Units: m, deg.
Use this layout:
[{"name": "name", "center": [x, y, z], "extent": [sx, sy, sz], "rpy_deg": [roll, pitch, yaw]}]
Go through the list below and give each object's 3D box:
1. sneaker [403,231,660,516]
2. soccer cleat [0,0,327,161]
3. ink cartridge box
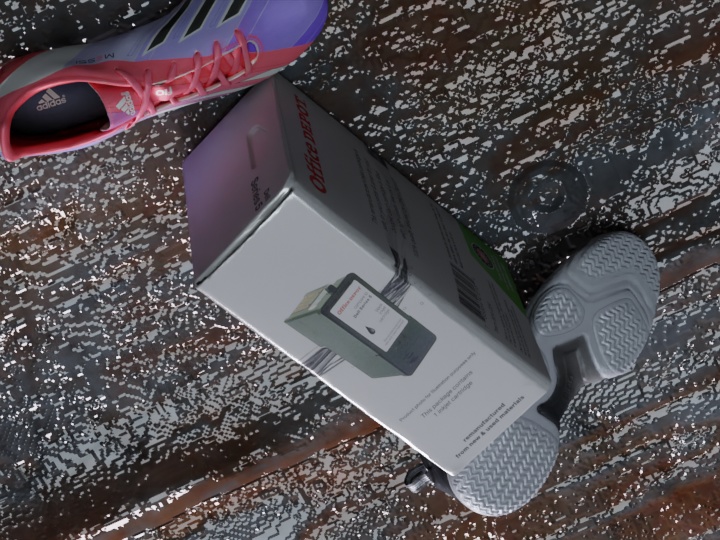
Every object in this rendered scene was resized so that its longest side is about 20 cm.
[{"name": "sneaker", "center": [0.095, 0.058, 1.298], "extent": [0.075, 0.114, 0.200], "rpy_deg": [43, 69, -20]}, {"name": "soccer cleat", "center": [-0.110, -0.108, 1.167], "extent": [0.199, 0.077, 0.067], "rpy_deg": [-17, 121, 1]}, {"name": "ink cartridge box", "center": [0.000, 0.000, 1.207], "extent": [0.200, 0.146, 0.084], "rpy_deg": [38, 109, -25]}]
